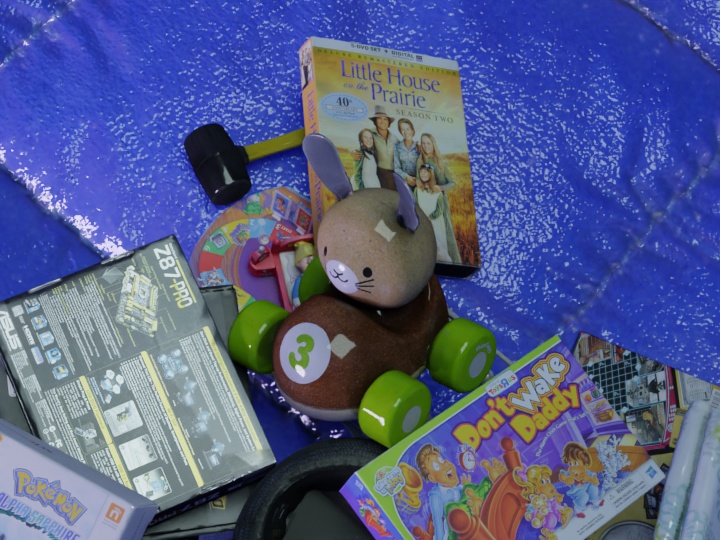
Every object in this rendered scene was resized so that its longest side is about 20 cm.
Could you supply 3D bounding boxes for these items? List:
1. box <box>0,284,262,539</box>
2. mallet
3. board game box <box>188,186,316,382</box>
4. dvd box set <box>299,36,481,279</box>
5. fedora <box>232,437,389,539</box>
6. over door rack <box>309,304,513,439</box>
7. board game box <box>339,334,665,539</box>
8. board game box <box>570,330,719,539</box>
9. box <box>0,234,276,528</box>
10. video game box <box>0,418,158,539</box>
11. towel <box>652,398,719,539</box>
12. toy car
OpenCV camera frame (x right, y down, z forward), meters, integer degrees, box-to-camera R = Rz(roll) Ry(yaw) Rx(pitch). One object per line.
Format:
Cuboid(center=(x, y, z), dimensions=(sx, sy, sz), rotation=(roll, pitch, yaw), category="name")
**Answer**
Cuboid(center=(-0.183, 0.120, 1.468), dimensions=(0.198, 0.050, 0.200), rotation=(-5, 71, -10), category="box")
Cuboid(center=(-0.048, -0.105, 1.609), dimensions=(0.200, 0.041, 0.066), rotation=(-12, 66, -16), category="mallet")
Cuboid(center=(-0.046, 0.013, 1.548), dimensions=(0.200, 0.039, 0.158), rotation=(32, 65, 9), category="board game box")
Cuboid(center=(0.025, -0.095, 1.588), dimensions=(0.146, 0.029, 0.200), rotation=(7, 64, -25), category="dvd box set")
Cuboid(center=(0.003, 0.225, 1.417), dimensions=(0.200, 0.092, 0.201), rotation=(0, 81, 3), category="fedora")
Cuboid(center=(0.076, 0.122, 1.479), dimensions=(0.200, 0.067, 0.148), rotation=(34, 59, 28), category="over door rack")
Cuboid(center=(0.105, 0.155, 1.370), dimensions=(0.200, 0.045, 0.134), rotation=(-32, 79, -27), category="board game box")
Cuboid(center=(0.205, 0.160, 1.506), dimensions=(0.135, 0.035, 0.200), rotation=(23, 60, 3), category="board game box")
Cuboid(center=(-0.175, 0.092, 1.427), dimensions=(0.161, 0.049, 0.200), rotation=(-23, 76, -10), category="box")
Cuboid(center=(-0.271, 0.207, 1.367), dimensions=(0.200, 0.047, 0.182), rotation=(25, 91, 17), category="video game box")
Cuboid(center=(0.261, 0.220, 1.423), dimensions=(0.048, 0.171, 0.200), rotation=(2, 59, 30), category="towel")
Cuboid(center=(0.000, 0.000, 1.400), dimensions=(0.164, 0.200, 0.158), rotation=(27, 46, 32), category="toy car")
